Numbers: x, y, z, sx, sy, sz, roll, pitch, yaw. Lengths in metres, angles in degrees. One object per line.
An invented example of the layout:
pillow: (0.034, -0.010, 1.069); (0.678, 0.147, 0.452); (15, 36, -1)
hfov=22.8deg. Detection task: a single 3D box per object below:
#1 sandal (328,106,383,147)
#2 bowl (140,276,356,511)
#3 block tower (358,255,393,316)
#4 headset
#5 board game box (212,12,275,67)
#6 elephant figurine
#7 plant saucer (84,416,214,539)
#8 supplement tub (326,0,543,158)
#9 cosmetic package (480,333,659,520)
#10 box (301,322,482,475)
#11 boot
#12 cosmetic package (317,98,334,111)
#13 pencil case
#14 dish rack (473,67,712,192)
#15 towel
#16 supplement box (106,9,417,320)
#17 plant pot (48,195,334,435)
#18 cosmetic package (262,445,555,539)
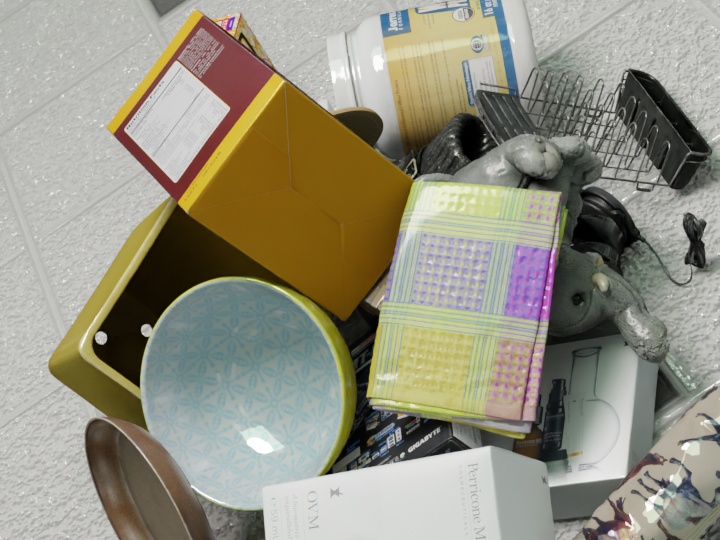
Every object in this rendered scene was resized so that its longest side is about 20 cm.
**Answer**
sandal: (-0.081, -0.108, 1.722); (0.211, 0.078, 0.070); (-37, 45, 7)
bowl: (-0.079, 0.100, 1.546); (0.199, 0.108, 0.202); (3, 96, 26)
block tower: (0.000, 0.000, 1.591); (0.200, 0.058, 0.054); (27, 82, 51)
headset: (0.209, -0.026, 1.595); (0.199, 0.094, 0.124); (7, 54, 18)
board game box: (-0.130, -0.151, 1.904); (0.046, 0.152, 0.201); (-11, 45, 25)
elephant figurine: (0.152, -0.004, 1.506); (0.155, 0.141, 0.201); (-31, 59, 51)
plant saucer: (-0.178, 0.213, 1.564); (0.032, 0.201, 0.200); (-28, 35, -27)
supplement tub: (0.075, -0.192, 1.777); (0.199, 0.145, 0.145); (-11, 43, 3)
cosmetic package: (0.147, 0.138, 1.514); (0.199, 0.052, 0.151); (-11, 43, 27)
box: (0.011, 0.139, 1.553); (0.200, 0.050, 0.199); (-38, 30, 23)
boot: (0.063, -0.044, 1.672); (0.157, 0.079, 0.212); (-34, 37, 27)
cosmetic package: (-0.042, -0.062, 1.792); (0.084, 0.108, 0.201); (-22, 40, 16)
pencil case: (0.246, 0.180, 1.384); (0.200, 0.078, 0.089); (-45, 33, -12)
dish rack: (0.208, -0.136, 1.653); (0.199, 0.055, 0.154); (5, 33, -23)
towel: (0.087, 0.029, 1.450); (0.143, 0.023, 0.201); (6, 79, 19)
supplement box: (-0.078, -0.093, 1.540); (0.133, 0.197, 0.200); (-52, 37, 4)
plant pot: (-0.181, 0.071, 1.696); (0.200, 0.195, 0.195); (-21, 34, 58)
cosmetic package: (0.044, 0.253, 1.361); (0.199, 0.123, 0.201); (-13, 72, 23)
